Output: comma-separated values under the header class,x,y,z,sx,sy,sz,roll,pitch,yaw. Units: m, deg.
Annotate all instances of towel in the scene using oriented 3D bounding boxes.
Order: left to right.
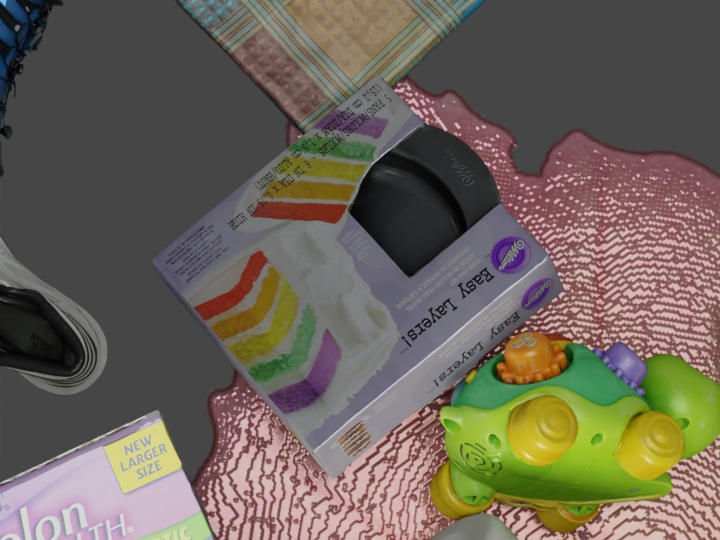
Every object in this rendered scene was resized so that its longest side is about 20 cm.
class,x,y,z,sx,sy,sz,roll,pitch,yaw
towel,-0.003,-0.195,1.725,0.200,0.022,0.147,-44,88,-6

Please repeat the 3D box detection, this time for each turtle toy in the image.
class,x,y,z,sx,sy,sz,roll,pitch,yaw
turtle toy,0.138,0.094,1.652,0.199,0.146,0.102,8,64,-24

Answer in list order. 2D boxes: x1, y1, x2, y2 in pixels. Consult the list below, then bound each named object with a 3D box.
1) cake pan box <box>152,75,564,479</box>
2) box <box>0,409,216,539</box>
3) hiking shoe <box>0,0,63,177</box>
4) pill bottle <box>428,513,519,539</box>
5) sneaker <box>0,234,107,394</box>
class,x,y,z,sx,sy,sz,roll,pitch,yaw
cake pan box,0.000,0.000,1.654,0.200,0.052,0.184,-38,62,-5
box,-0.178,0.166,1.589,0.175,0.200,0.097,-24,86,-6
hiking shoe,-0.230,-0.154,1.680,0.086,0.074,0.202,-5,85,-3
pill bottle,0.104,0.256,1.633,0.112,0.112,0.200,-42,102,-6
sneaker,-0.243,0.002,1.643,0.200,0.115,0.076,34,83,1
